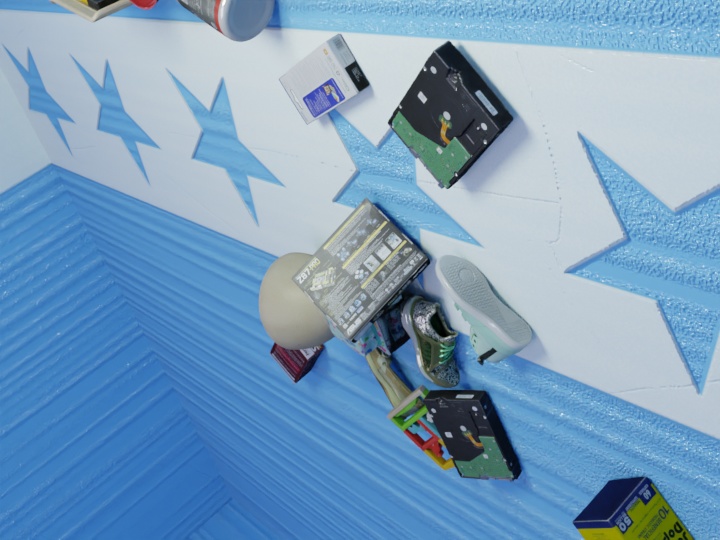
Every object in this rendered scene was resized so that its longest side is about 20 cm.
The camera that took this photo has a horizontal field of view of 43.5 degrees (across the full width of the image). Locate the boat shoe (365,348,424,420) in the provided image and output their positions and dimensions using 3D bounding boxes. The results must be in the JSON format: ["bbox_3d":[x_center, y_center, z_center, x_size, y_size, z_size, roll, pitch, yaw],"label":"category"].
[{"bbox_3d":[0.064,0.218,1.922,0.203,0.063,0.073,60,-179,1],"label":"boat shoe"}]

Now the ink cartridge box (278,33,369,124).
[{"bbox_3d":[-0.064,-0.312,1.493,0.095,0.037,0.199,57,152,-10],"label":"ink cartridge box"}]

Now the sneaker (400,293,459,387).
[{"bbox_3d":[0.145,0.136,1.662,0.088,0.077,0.202,-1,125,49],"label":"sneaker"}]

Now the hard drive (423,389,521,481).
[{"bbox_3d":[0.219,0.321,1.759,0.138,0.038,0.202,-7,117,43],"label":"hard drive"}]

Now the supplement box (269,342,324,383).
[{"bbox_3d":[-0.162,0.200,2.264,0.109,0.061,0.200,48,155,8],"label":"supplement box"}]

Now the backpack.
[{"bbox_3d":[0.003,0.049,1.708,0.177,0.149,0.203,29,141,52],"label":"backpack"}]

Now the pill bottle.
[{"bbox_3d":[-0.244,-0.474,1.503,0.199,0.115,0.117,39,151,29],"label":"pill bottle"}]

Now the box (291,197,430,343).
[{"bbox_3d":[0.000,0.000,1.588,0.161,0.200,0.049,43,-178,15],"label":"box"}]

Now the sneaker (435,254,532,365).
[{"bbox_3d":[0.183,0.073,1.502,0.201,0.074,0.118,47,147,8],"label":"sneaker"}]

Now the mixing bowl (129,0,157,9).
[{"bbox_3d":[-0.379,-0.581,1.603,0.199,0.108,0.202,39,149,29],"label":"mixing bowl"}]

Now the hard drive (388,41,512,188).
[{"bbox_3d":[0.123,-0.213,1.280,0.140,0.038,0.200,51,154,6],"label":"hard drive"}]

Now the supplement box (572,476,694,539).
[{"bbox_3d":[0.463,0.452,1.466,0.201,0.108,0.109,53,155,0],"label":"supplement box"}]

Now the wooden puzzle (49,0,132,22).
[{"bbox_3d":[-0.483,-0.544,1.739,0.199,0.184,0.038,28,142,41],"label":"wooden puzzle"}]

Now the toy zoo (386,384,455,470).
[{"bbox_3d":[0.162,0.336,1.857,0.200,0.020,0.131,43,134,-2],"label":"toy zoo"}]

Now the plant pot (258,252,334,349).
[{"bbox_3d":[-0.090,0.064,1.839,0.133,0.200,0.202,0,124,45],"label":"plant pot"}]
